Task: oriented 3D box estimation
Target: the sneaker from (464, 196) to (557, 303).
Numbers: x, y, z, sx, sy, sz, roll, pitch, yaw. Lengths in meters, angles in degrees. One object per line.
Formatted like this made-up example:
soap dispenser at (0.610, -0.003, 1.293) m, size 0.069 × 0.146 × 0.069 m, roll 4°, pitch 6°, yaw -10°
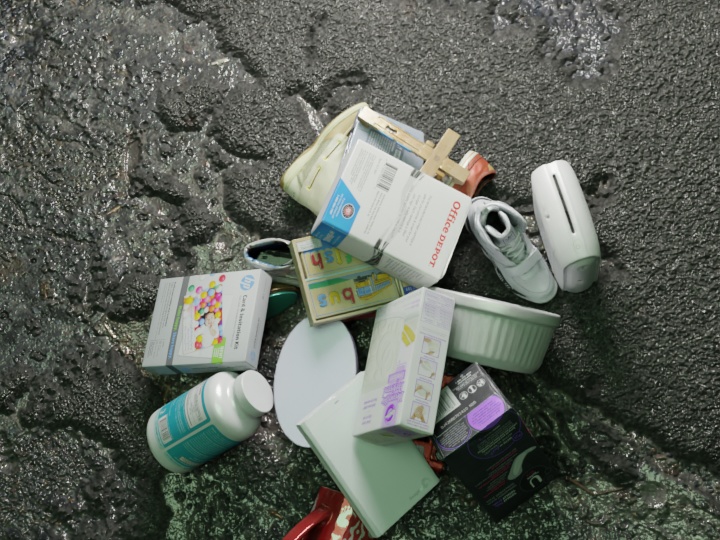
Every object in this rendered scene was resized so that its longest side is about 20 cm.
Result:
sneaker at (0.233, -0.029, 1.588) m, size 0.075 × 0.115 × 0.200 m, roll -39°, pitch 90°, yaw 0°

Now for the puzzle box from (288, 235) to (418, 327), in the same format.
puzzle box at (0.000, 0.000, 1.583) m, size 0.198 × 0.025 × 0.134 m, roll -13°, pitch 82°, yaw -19°

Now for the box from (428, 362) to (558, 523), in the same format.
box at (0.182, 0.250, 1.495) m, size 0.122 × 0.200 × 0.106 m, roll -36°, pitch 41°, yaw 1°

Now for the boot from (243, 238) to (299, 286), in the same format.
boot at (-0.090, -0.008, 1.673) m, size 0.198 × 0.096 × 0.074 m, roll 3°, pitch 77°, yaw 11°

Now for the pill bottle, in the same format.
pill bottle at (-0.229, 0.228, 1.606) m, size 0.199 × 0.110 × 0.112 m, roll -31°, pitch 71°, yaw 27°

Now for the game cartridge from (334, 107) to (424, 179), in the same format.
game cartridge at (0.029, -0.147, 1.660) m, size 0.132 × 0.040 × 0.202 m, roll 21°, pitch 71°, yaw -8°

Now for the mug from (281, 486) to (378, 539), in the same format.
mug at (-0.047, 0.429, 1.527) m, size 0.132 × 0.178 × 0.202 m, roll 17°, pitch 76°, yaw 18°

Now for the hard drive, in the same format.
hard drive at (0.012, 0.268, 1.521) m, size 0.131 × 0.026 × 0.201 m, roll -36°, pitch 94°, yaw -25°

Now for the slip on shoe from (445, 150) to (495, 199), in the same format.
slip on shoe at (0.151, -0.097, 1.662) m, size 0.061 × 0.074 × 0.201 m, roll 30°, pitch 80°, yaw 13°

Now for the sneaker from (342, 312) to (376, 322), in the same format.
sneaker at (0.019, 0.048, 1.631) m, size 0.198 × 0.087 × 0.075 m, roll -12°, pitch 88°, yaw -2°

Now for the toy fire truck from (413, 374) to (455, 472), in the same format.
toy fire truck at (0.081, 0.198, 1.600) m, size 0.139 × 0.049 × 0.202 m, roll 13°, pitch 80°, yaw 0°

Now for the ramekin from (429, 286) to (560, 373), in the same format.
ramekin at (0.192, 0.090, 1.549) m, size 0.200 × 0.202 × 0.095 m, roll 12°, pitch 90°, yaw 14°

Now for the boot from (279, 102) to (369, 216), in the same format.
boot at (-0.016, -0.162, 1.710) m, size 0.155 × 0.072 × 0.200 m, roll 43°, pitch 89°, yaw 15°

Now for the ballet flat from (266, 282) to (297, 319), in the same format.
ballet flat at (-0.198, 0.062, 1.704) m, size 0.199 × 0.068 × 0.073 m, roll -34°, pitch 54°, yaw 6°

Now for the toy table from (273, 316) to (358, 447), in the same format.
toy table at (-0.057, 0.176, 1.613) m, size 0.182 × 0.117 × 0.202 m, roll 18°, pitch 82°, yaw 14°

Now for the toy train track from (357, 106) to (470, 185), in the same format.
toy train track at (0.083, -0.193, 1.648) m, size 0.199 × 0.033 × 0.115 m, roll 33°, pitch 69°, yaw 6°

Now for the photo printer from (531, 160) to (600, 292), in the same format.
photo printer at (0.307, -0.066, 1.555) m, size 0.069 × 0.200 × 0.168 m, roll -17°, pitch 73°, yaw 7°

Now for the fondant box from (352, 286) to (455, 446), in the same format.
fondant box at (0.061, 0.139, 1.477) m, size 0.058 × 0.144 × 0.202 m, roll 19°, pitch 68°, yaw -22°

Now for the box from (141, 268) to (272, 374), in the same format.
box at (-0.244, 0.084, 1.651) m, size 0.198 × 0.041 × 0.158 m, roll -4°, pitch 63°, yaw 26°

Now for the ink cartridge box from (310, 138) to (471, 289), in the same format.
ink cartridge box at (0.047, -0.080, 1.557) m, size 0.199 × 0.084 × 0.147 m, roll 27°, pitch 70°, yaw -8°
